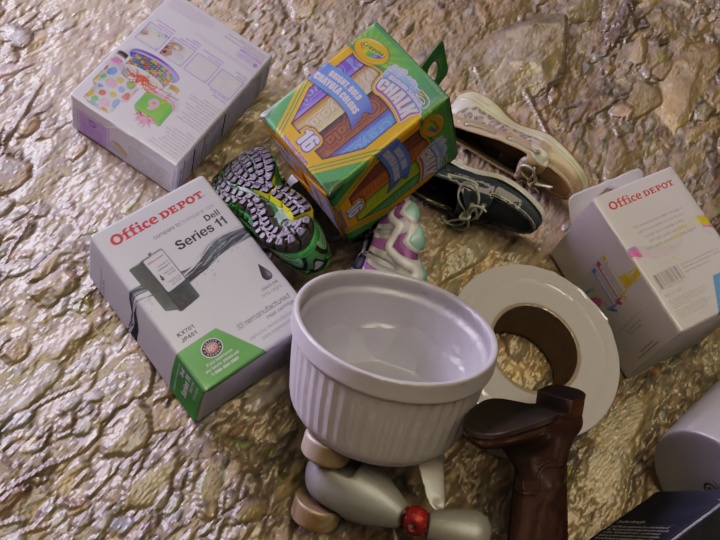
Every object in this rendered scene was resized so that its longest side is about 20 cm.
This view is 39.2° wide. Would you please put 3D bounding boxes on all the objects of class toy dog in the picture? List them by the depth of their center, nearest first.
[{"bbox_3d":[0.025,0.214,0.973,0.199,0.133,0.096,38,22,1],"label":"toy dog"}]

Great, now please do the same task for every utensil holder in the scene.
[{"bbox_3d":[0.432,0.180,1.067,0.199,0.171,0.171,-33,74,-26],"label":"utensil holder"}]

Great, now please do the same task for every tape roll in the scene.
[{"bbox_3d":[0.177,0.097,1.093,0.198,0.071,0.206,7,60,-12],"label":"tape roll"}]

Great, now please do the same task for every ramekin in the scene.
[{"bbox_3d":[0.024,0.093,0.958,0.196,0.107,0.201,11,28,-6],"label":"ramekin"}]

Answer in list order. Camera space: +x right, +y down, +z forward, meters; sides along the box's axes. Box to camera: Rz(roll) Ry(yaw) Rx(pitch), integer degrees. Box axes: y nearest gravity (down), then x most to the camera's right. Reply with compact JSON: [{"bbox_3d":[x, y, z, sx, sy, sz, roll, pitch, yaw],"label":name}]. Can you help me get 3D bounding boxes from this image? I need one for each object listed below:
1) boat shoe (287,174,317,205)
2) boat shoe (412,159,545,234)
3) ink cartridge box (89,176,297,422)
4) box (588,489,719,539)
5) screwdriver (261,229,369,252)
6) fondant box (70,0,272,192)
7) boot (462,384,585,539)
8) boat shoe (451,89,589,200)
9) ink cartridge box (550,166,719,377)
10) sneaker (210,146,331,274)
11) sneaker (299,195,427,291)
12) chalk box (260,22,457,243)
[{"bbox_3d":[0.006,-0.136,1.148,0.197,0.071,0.065,-22,59,3],"label":"boat shoe"},{"bbox_3d":[0.118,-0.088,1.176,0.198,0.075,0.062,30,56,3],"label":"boat shoe"},{"bbox_3d":[-0.164,0.024,1.026,0.146,0.083,0.201,-33,74,-29],"label":"ink cartridge box"},{"bbox_3d":[0.284,0.338,0.930,0.194,0.124,0.203,-24,89,-25],"label":"box"},{"bbox_3d":[-0.032,-0.033,1.134,0.196,0.029,0.028,-13,66,-18],"label":"screwdriver"},{"bbox_3d":[-0.213,-0.207,1.156,0.143,0.058,0.201,33,57,3],"label":"fondant box"},{"bbox_3d":[0.149,0.220,0.946,0.064,0.204,0.184,16,14,42],"label":"boot"},{"bbox_3d":[0.185,-0.140,1.232,0.199,0.074,0.063,36,64,18],"label":"boat shoe"},{"bbox_3d":[0.325,-0.009,1.161,0.127,0.126,0.202,-19,68,-25],"label":"ink cartridge box"},{"bbox_3d":[-0.097,-0.060,1.084,0.077,0.086,0.201,-35,45,-3],"label":"sneaker"},{"bbox_3d":[0.000,0.000,1.081,0.137,0.078,0.204,-6,74,-15],"label":"sneaker"},{"bbox_3d":[0.020,-0.152,1.042,0.199,0.125,0.124,-38,66,-5],"label":"chalk box"}]
